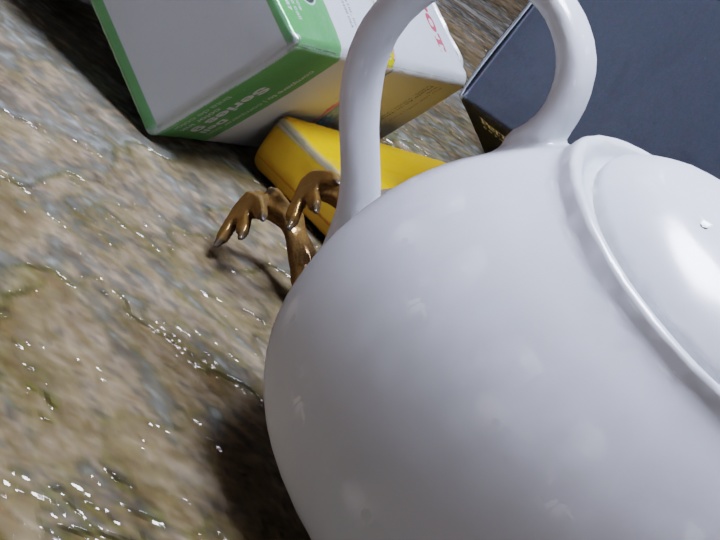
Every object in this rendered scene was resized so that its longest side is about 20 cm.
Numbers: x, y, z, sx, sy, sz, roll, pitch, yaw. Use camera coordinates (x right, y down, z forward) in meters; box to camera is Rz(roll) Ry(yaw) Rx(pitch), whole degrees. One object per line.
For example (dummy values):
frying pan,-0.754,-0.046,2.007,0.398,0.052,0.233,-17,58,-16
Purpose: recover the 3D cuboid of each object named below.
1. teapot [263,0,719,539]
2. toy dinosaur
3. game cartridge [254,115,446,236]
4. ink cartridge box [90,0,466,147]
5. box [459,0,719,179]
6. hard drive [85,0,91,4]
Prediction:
teapot,0.076,0.029,0.534,0.199,0.146,0.198,32,28,-23
toy dinosaur,0.000,0.000,0.701,0.106,0.060,0.201,45,22,-29
game cartridge,0.063,0.013,0.831,0.200,0.033,0.176,48,19,26
ink cartridge box,-0.045,-0.137,0.839,0.200,0.087,0.147,-4,67,-64
box,0.163,-0.036,0.843,0.199,0.104,0.182,36,-6,21
hard drive,-0.209,-0.200,0.831,0.199,0.026,0.132,28,18,-30
